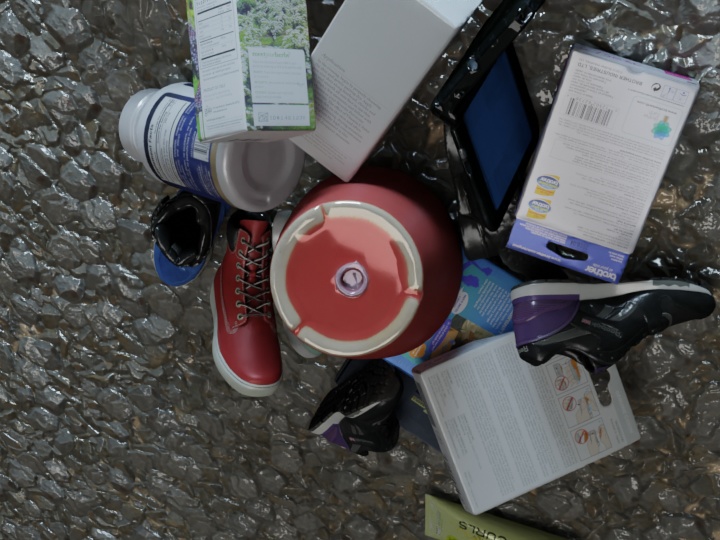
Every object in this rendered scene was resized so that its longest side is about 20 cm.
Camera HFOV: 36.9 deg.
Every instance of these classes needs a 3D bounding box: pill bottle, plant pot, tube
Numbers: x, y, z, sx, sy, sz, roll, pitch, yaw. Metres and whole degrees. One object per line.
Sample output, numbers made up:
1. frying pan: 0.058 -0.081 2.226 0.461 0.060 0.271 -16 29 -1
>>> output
1. pill bottle: -0.160 -0.134 1.113 0.199 0.111 0.112 20 132 41
2. plant pot: 0.000 0.000 1.046 0.199 0.177 0.202 1 95 8
3. tube: 0.173 0.338 1.359 0.199 0.052 0.058 15 87 20

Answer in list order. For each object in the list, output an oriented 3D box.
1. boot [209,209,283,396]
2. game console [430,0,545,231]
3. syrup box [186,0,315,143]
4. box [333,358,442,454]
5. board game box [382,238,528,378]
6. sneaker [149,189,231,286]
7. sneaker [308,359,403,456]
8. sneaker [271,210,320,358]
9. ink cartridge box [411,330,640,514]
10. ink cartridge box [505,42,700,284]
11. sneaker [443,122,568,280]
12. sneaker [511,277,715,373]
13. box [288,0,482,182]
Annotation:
1. boot: -0.121 0.028 1.192 0.072 0.200 0.145 1 131 -22
2. game console: 0.145 -0.165 0.926 0.116 0.200 0.176 38 129 -6
3. syrup box: -0.100 -0.218 0.962 0.081 0.078 0.201 -3 93 49
4. box: 0.088 0.124 1.245 0.200 0.051 0.158 34 130 0
5. board game box: 0.112 0.059 1.152 0.199 0.045 0.153 32 99 1
6. sneaker: -0.206 -0.033 1.229 0.077 0.111 0.200 37 129 -3
7. sneaker: 0.019 0.161 1.218 0.087 0.076 0.200 35 154 -9
8. sneaker: -0.027 0.023 1.215 0.117 0.074 0.201 1 130 11
9. ink cartridge box: 0.172 0.139 1.123 0.199 0.047 0.161 -22 96 -10
10. ink cartridge box: 0.221 -0.098 1.005 0.119 0.042 0.201 18 111 3
11. sneaker: 0.146 -0.079 1.078 0.104 0.060 0.201 -7 111 11
12. sneaker: 0.249 0.059 1.064 0.199 0.088 0.076 -2 165 0
13. box: 0.018 -0.202 1.004 0.097 0.125 0.200 37 129 -3
